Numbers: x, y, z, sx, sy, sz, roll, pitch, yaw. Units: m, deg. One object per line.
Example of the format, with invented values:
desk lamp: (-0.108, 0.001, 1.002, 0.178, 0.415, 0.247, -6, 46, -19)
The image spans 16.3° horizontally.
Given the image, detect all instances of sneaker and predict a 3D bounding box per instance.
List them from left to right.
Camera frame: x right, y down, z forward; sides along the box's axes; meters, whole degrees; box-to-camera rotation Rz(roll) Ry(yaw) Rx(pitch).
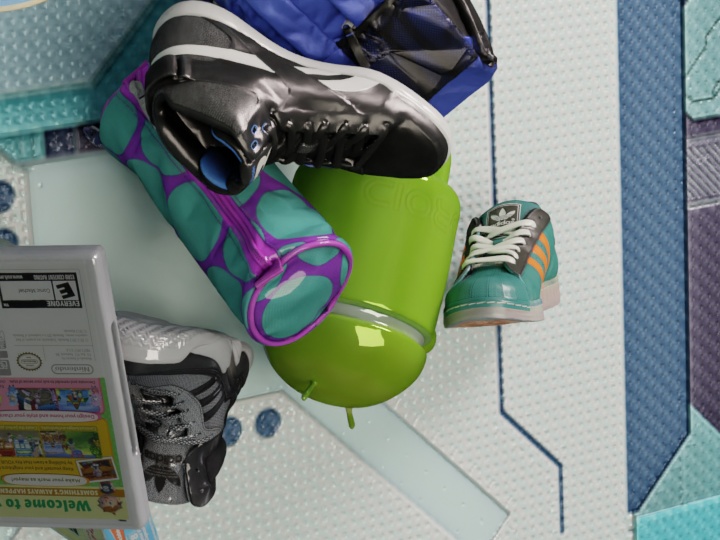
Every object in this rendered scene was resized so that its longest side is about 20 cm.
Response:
sneaker: (-0.121, 0.091, 1.598, 0.200, 0.075, 0.115, 29, 72, -76)
sneaker: (-0.042, -0.077, 1.521, 0.199, 0.073, 0.112, 22, 43, -13)
sneaker: (0.095, -0.006, 1.730, 0.071, 0.200, 0.080, -5, 95, 12)

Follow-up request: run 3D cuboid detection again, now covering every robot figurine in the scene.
robot figurine: (0.000, 0.000, 1.672, 0.175, 0.115, 0.201, 35, 64, -57)

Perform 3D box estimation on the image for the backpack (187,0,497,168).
backpack: (-0.032, -0.178, 1.605, 0.168, 0.163, 0.200, -40, 122, 4)

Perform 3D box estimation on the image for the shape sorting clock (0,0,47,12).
shape sorting clock: (-0.226, -0.256, 1.515, 0.199, 0.039, 0.201, -1, 96, -12)

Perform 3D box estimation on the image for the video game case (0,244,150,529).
video game case: (-0.234, 0.071, 1.521, 0.022, 0.199, 0.183, -58, 144, -62)

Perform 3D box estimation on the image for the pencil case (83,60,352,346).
pencil case: (-0.088, -0.047, 1.577, 0.085, 0.200, 0.092, -42, 149, 2)

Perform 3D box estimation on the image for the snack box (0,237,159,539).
snack box: (-0.189, 0.086, 1.586, 0.037, 0.116, 0.201, -25, 113, -23)
